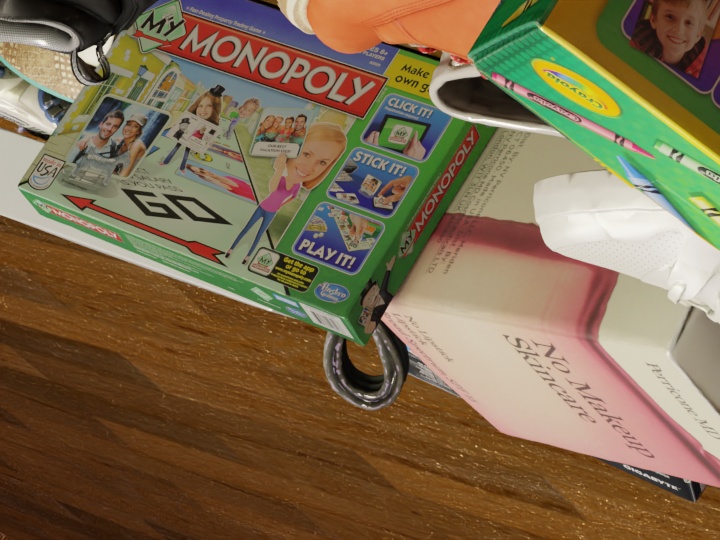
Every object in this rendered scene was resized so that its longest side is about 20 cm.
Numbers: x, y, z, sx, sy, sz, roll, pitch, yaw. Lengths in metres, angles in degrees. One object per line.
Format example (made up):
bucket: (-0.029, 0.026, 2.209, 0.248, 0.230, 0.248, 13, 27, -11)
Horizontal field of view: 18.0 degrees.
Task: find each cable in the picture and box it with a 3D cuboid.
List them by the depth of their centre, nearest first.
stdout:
cable: (0.000, 0.000, 1.155, 0.097, 0.050, 0.200, 17, 130, -3)

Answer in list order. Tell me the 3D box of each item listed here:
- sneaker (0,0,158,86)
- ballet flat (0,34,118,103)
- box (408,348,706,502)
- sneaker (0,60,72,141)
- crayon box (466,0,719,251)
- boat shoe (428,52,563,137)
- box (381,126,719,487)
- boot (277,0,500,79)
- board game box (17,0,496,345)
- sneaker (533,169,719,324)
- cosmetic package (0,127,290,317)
sneaker: (-0.161, -0.168, 0.982, 0.200, 0.114, 0.075, 38, 161, -21)
ballet flat: (-0.103, -0.106, 1.171, 0.199, 0.071, 0.065, 25, 135, 12)
box: (0.097, 0.042, 1.236, 0.200, 0.046, 0.159, 23, 161, 25)
sneaker: (-0.194, -0.110, 1.274, 0.200, 0.077, 0.085, 29, 167, 10)
crayon box: (0.149, -0.062, 0.736, 0.200, 0.119, 0.058, 36, 162, -12)
boat shoe: (0.109, -0.070, 0.872, 0.200, 0.066, 0.072, 18, 158, 38)
box: (0.120, 0.014, 1.013, 0.200, 0.109, 0.128, 10, 153, 51)
boot: (0.036, -0.103, 0.855, 0.107, 0.075, 0.200, 50, 160, -6)
board game box: (-0.048, -0.057, 1.063, 0.200, 0.135, 0.029, 20, 160, 31)
sneaker: (0.159, 0.024, 0.856, 0.199, 0.116, 0.074, 6, 177, 10)
cosmetic package: (-0.100, -0.021, 1.290, 0.199, 0.052, 0.151, 19, 178, 22)
